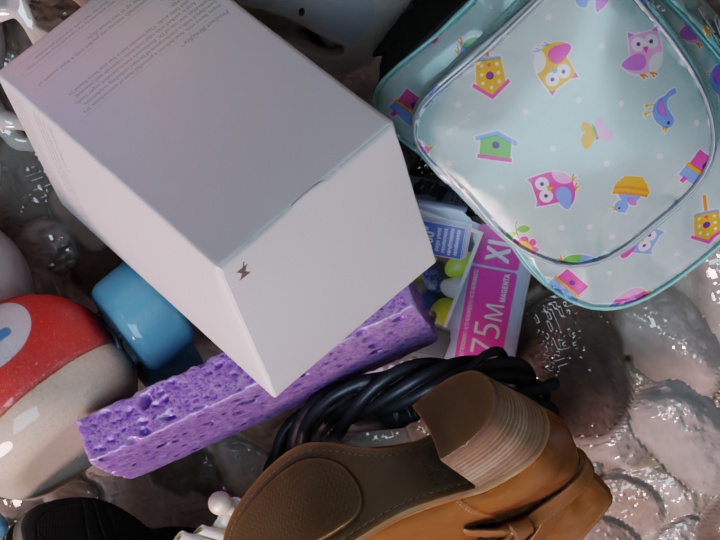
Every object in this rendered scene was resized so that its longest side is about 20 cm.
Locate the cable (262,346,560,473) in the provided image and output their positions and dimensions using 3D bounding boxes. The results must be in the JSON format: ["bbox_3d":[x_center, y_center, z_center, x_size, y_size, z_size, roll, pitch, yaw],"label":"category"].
[{"bbox_3d":[0.031,0.101,1.425,0.162,0.051,0.201,9,141,-12],"label":"cable"}]

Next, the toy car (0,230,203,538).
[{"bbox_3d":[-0.223,0.029,1.407,0.184,0.177,0.200,-39,79,-9],"label":"toy car"}]

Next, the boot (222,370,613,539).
[{"bbox_3d":[0.036,0.143,1.369,0.199,0.074,0.155,-28,142,19],"label":"boot"}]

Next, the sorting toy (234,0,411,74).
[{"bbox_3d":[-0.037,-0.188,1.322,0.198,0.107,0.181,16,136,1],"label":"sorting toy"}]

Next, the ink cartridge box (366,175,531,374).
[{"bbox_3d":[0.000,0.000,1.426,0.198,0.042,0.120,12,116,4],"label":"ink cartridge box"}]

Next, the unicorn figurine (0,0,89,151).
[{"bbox_3d":[-0.224,-0.112,1.393,0.136,0.074,0.201,21,103,8],"label":"unicorn figurine"}]

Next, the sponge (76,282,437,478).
[{"bbox_3d":[-0.055,0.060,1.358,0.199,0.112,0.030,-25,78,4],"label":"sponge"}]

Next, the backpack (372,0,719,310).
[{"bbox_3d":[0.125,-0.082,1.306,0.176,0.154,0.200,-42,109,14],"label":"backpack"}]

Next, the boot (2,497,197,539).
[{"bbox_3d":[-0.185,0.201,1.487,0.150,0.200,0.074,-27,69,25],"label":"boot"}]

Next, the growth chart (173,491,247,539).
[{"bbox_3d":[-0.105,0.203,1.425,0.200,0.018,0.145,-40,142,11],"label":"growth chart"}]

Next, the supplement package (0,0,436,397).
[{"bbox_3d":[-0.076,-0.054,1.291,0.121,0.200,0.120,-39,143,-15],"label":"supplement package"}]
